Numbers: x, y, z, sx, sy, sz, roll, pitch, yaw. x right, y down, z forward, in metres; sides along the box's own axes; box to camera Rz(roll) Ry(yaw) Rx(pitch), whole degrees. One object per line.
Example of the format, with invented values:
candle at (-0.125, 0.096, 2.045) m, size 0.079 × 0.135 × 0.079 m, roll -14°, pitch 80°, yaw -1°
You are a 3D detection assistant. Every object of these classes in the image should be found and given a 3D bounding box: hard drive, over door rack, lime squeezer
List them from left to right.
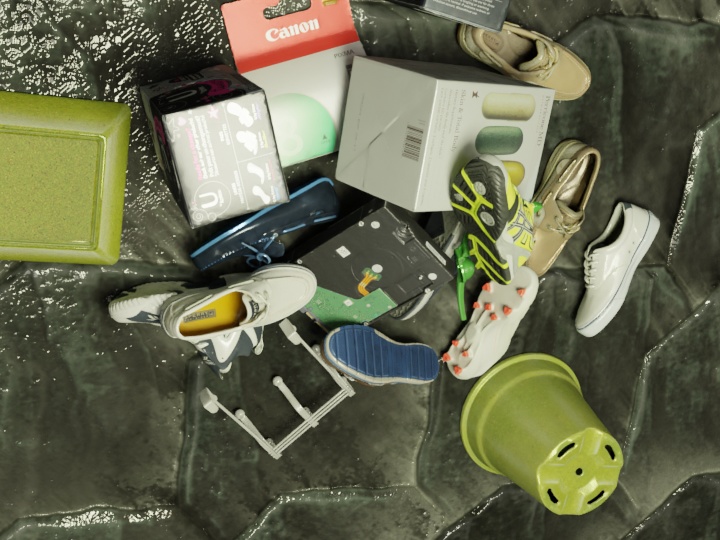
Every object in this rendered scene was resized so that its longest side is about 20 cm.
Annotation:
over door rack at (-0.108, 0.150, 1.317) m, size 0.148 × 0.067 × 0.200 m, roll -41°, pitch 141°, yaw -1°
hard drive at (0.000, 0.000, 1.280) m, size 0.200 × 0.038 × 0.140 m, roll -31°, pitch 119°, yaw 29°
lime squeezer at (0.147, -0.016, 1.274) m, size 0.070 × 0.038 × 0.200 m, roll -2°, pitch 134°, yaw -38°

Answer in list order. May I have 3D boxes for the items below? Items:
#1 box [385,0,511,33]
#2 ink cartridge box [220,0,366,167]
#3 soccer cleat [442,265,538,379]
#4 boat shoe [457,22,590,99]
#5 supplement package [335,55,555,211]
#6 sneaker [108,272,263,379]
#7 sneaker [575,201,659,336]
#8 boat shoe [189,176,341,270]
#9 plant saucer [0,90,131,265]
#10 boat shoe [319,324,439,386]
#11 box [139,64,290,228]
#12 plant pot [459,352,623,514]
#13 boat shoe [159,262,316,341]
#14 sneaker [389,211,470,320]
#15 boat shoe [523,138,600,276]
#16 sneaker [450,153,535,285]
box at (0.119, -0.393, 1.175) m, size 0.107 × 0.148 × 0.201 m, roll 12°, pitch 104°, yaw -23°
ink cartridge box at (-0.065, -0.238, 1.222) m, size 0.160 × 0.050 × 0.201 m, roll -18°, pitch 116°, yaw -13°
soccer cleat at (0.188, 0.070, 1.397) m, size 0.077 × 0.069 × 0.200 m, roll 2°, pitch 131°, yaw -43°
boat shoe at (0.219, -0.268, 1.292) m, size 0.199 × 0.065 × 0.072 m, roll 22°, pitch 100°, yaw -25°
supplement package at (0.101, -0.165, 1.216) m, size 0.200 × 0.150 × 0.152 m, roll -5°, pitch 112°, yaw -40°
sneaker at (-0.208, 0.079, 1.264) m, size 0.199 × 0.079 × 0.130 m, roll -9°, pitch 103°, yaw -27°
sneaker at (0.348, -0.005, 1.444) m, size 0.071 × 0.073 × 0.201 m, roll 27°, pitch 89°, yaw -16°
boat shoe at (-0.112, -0.045, 1.251) m, size 0.200 × 0.084 × 0.069 m, roll -28°, pitch 102°, yaw -6°
plant saucer at (-0.369, -0.098, 1.163) m, size 0.199 × 0.048 × 0.201 m, roll 3°, pitch 108°, yaw -20°
boat shoe at (0.014, 0.124, 1.341) m, size 0.200 × 0.072 × 0.073 m, roll 19°, pitch 62°, yaw -40°
box at (-0.169, -0.145, 1.132) m, size 0.114 × 0.200 × 0.133 m, roll -18°, pitch 113°, yaw -14°
plant pot at (0.268, 0.243, 1.433) m, size 0.200 × 0.184 × 0.201 m, roll -6°, pitch 110°, yaw -17°
boat shoe at (-0.137, 0.042, 1.209) m, size 0.199 × 0.070 × 0.071 m, roll -12°, pitch 107°, yaw -24°
sneaker at (0.131, -0.007, 1.357) m, size 0.146 × 0.077 × 0.203 m, roll 7°, pitch 128°, yaw -40°
boat shoe at (0.271, -0.079, 1.386) m, size 0.072 × 0.065 × 0.201 m, roll 17°, pitch 102°, yaw -24°
sneaker at (0.158, -0.070, 1.162) m, size 0.076 × 0.075 × 0.200 m, roll -46°, pitch 148°, yaw -19°
